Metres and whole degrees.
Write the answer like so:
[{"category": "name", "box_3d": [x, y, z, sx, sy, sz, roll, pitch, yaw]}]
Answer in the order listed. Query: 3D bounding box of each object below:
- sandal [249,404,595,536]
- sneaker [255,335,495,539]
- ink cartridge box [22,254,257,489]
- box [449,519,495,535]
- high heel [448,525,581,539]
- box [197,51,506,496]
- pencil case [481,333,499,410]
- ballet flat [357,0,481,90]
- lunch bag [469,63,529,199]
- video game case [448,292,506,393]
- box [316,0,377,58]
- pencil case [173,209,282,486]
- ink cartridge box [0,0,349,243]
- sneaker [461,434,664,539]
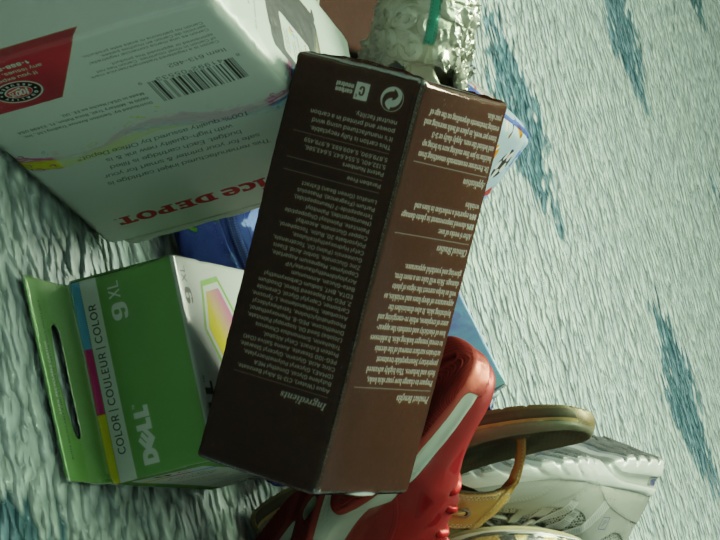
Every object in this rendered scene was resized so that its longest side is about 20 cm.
[{"category": "sandal", "box_3d": [0.037, 0.119, 1.540, 0.080, 0.200, 0.054, 24, 47, -69]}, {"category": "sneaker", "box_3d": [0.031, 0.126, 1.486, 0.115, 0.200, 0.078, 26, 30, -28]}, {"category": "ink cartridge box", "box_3d": [-0.092, 0.051, 1.427, 0.200, 0.059, 0.104, 16, 61, -72]}, {"category": "box", "box_3d": [0.050, 0.206, 1.682, 0.200, 0.021, 0.164, -57, 134, -35]}, {"category": "high heel", "box_3d": [0.054, 0.216, 1.585, 0.071, 0.200, 0.143, -31, -114, 60]}, {"category": "box", "box_3d": [-0.002, 0.003, 1.374, 0.100, 0.075, 0.200, 9, 95, -63]}, {"category": "pencil case", "box_3d": [0.012, 0.005, 1.745, 0.083, 0.091, 0.200, -21, 83, -35]}, {"category": "ballet flat", "box_3d": [0.026, -0.095, 1.551, 0.200, 0.072, 0.072, 94, -13, -68]}, {"category": "lunch bag", "box_3d": [0.026, -0.120, 1.888, 0.160, 0.076, 0.200, 41, 2, 14]}, {"category": "video game case", "box_3d": [0.000, 0.000, 1.616, 0.200, 0.045, 0.181, 63, -14, 6]}, {"category": "box", "box_3d": [-0.050, -0.171, 1.551, 0.200, 0.075, 0.100, 10, 80, -69]}, {"category": "pencil case", "box_3d": [-0.047, 0.025, 1.577, 0.087, 0.078, 0.200, -138, -154, -74]}, {"category": "ink cartridge box", "box_3d": [-0.102, -0.101, 1.385, 0.200, 0.146, 0.083, 47, 32, -60]}, {"category": "sneaker", "box_3d": [0.105, 0.139, 1.674, 0.200, 0.075, 0.082, 7, 98, -46]}]
